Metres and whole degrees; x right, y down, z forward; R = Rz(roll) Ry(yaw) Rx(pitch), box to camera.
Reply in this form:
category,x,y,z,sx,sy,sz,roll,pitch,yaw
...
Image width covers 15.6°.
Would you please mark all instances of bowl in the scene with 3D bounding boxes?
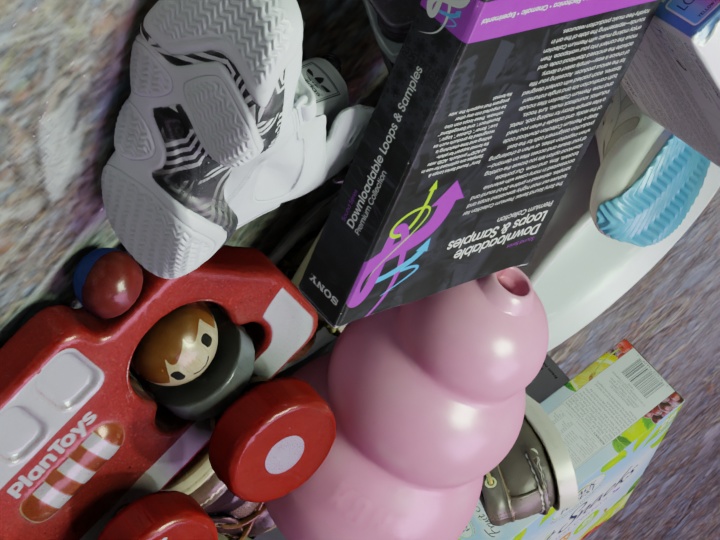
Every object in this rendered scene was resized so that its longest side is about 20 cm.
category,x,y,z,sx,sy,sz,roll,pitch,yaw
bowl,0.126,-0.042,1.586,0.201,0.090,0.201,-39,163,-14

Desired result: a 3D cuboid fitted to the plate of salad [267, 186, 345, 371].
category,x,y,z,sx,sy,sz,roll,pitch,yaw
plate of salad,0.000,0.000,1.477,0.200,0.048,0.200,-39,161,-15

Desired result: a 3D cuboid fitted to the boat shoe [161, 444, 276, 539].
category,x,y,z,sx,sy,sz,roll,pitch,yaw
boat shoe,-0.067,0.113,1.467,0.072,0.072,0.200,-43,180,-1

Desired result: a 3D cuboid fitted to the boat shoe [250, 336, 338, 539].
category,x,y,z,sx,sy,sz,roll,pitch,yaw
boat shoe,-0.015,0.083,1.604,0.200,0.067,0.074,-44,163,1

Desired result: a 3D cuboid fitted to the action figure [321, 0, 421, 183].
category,x,y,z,sx,sy,sz,roll,pitch,yaw
action figure,0.035,-0.103,1.254,0.130,0.070,0.200,-29,154,-12

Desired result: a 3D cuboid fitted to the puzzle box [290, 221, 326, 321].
category,x,y,z,sx,sy,sz,roll,pitch,yaw
puzzle box,0.051,-0.055,1.401,0.133,0.025,0.201,12,113,-58

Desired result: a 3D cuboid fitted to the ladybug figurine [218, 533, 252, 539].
category,x,y,z,sx,sy,sz,roll,pitch,yaw
ladybug figurine,-0.139,0.213,1.488,0.199,0.137,0.072,-21,-173,5

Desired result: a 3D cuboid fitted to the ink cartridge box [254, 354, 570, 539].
category,x,y,z,sx,sy,sz,roll,pitch,yaw
ink cartridge box,0.031,0.129,1.784,0.199,0.084,0.145,-27,156,-42

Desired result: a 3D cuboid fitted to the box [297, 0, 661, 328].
category,x,y,z,sx,sy,sz,roll,pitch,yaw
box,0.060,-0.071,1.215,0.143,0.036,0.201,-17,140,-44

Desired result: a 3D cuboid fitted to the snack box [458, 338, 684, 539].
category,x,y,z,sx,sy,sz,roll,pitch,yaw
snack box,0.111,0.157,1.773,0.200,0.068,0.169,-36,162,-29

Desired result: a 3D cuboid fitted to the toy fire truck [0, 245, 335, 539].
category,x,y,z,sx,sy,sz,roll,pitch,yaw
toy fire truck,-0.117,0.065,1.296,0.200,0.112,0.168,-44,144,1

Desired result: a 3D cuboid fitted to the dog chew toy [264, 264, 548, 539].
category,x,y,z,sx,sy,sz,roll,pitch,yaw
dog chew toy,0.029,0.070,1.366,0.124,0.125,0.200,-22,156,-49

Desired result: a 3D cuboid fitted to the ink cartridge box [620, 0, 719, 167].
category,x,y,z,sx,sy,sz,roll,pitch,yaw
ink cartridge box,0.168,-0.126,1.321,0.076,0.200,0.137,-41,125,-6

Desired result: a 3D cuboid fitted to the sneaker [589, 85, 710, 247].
category,x,y,z,sx,sy,sz,roll,pitch,yaw
sneaker,0.158,-0.087,1.464,0.200,0.080,0.077,-60,159,-45

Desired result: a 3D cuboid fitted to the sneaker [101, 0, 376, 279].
category,x,y,z,sx,sy,sz,roll,pitch,yaw
sneaker,-0.043,-0.082,1.152,0.115,0.075,0.200,-34,165,-32

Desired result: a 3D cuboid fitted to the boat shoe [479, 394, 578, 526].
category,x,y,z,sx,sy,sz,roll,pitch,yaw
boat shoe,0.068,0.087,1.637,0.059,0.200,0.072,-20,130,-12
